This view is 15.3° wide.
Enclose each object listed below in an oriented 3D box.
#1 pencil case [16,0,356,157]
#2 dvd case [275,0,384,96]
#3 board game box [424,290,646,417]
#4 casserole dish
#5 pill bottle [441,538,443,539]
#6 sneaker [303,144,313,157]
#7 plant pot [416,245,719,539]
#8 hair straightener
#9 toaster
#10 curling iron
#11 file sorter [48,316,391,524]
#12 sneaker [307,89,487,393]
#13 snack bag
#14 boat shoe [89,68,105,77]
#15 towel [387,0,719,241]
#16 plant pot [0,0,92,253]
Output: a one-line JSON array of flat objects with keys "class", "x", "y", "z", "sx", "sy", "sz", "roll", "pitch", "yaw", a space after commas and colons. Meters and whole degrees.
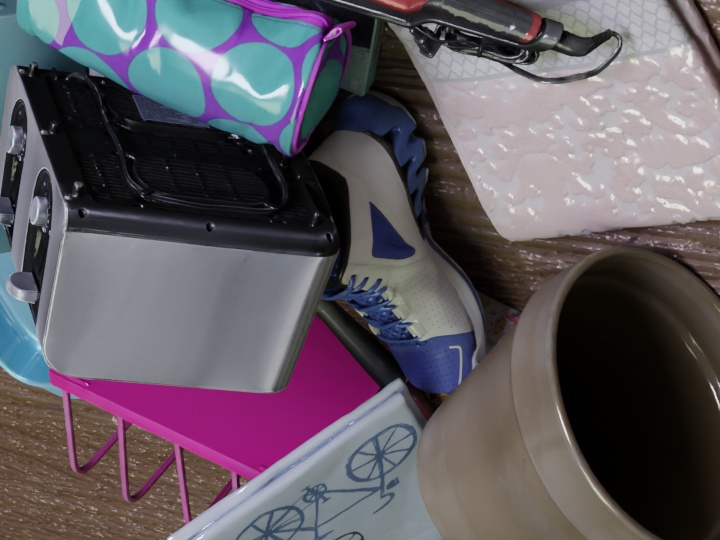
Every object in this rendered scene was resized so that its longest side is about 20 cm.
[{"class": "pencil case", "x": -0.105, "y": -0.144, "z": 1.564, "sx": 0.199, "sy": 0.085, "sz": 0.093, "roll": 25, "pitch": 118, "yaw": 11}, {"class": "dvd case", "x": -0.075, "y": -0.197, "z": 1.633, "sx": 0.199, "sy": 0.022, "sz": 0.146, "roll": 25, "pitch": 141, "yaw": 11}, {"class": "board game box", "x": 0.133, "y": 0.101, "z": 1.799, "sx": 0.200, "sy": 0.034, "sz": 0.135, "roll": 26, "pitch": 141, "yaw": 8}, {"class": "casserole dish", "x": -0.242, "y": 0.010, "z": 1.951, "sx": 0.121, "sy": 0.039, "sz": 0.200, "roll": -1, "pitch": 130, "yaw": 35}, {"class": "pill bottle", "x": 0.095, "y": 0.224, "z": 1.863, "sx": 0.120, "sy": 0.120, "sz": 0.200, "roll": 50, "pitch": 148, "yaw": -21}, {"class": "sneaker", "x": -0.051, "y": -0.053, "z": 1.732, "sx": 0.098, "sy": 0.071, "sz": 0.201, "roll": 14, "pitch": 135, "yaw": 11}, {"class": "plant pot", "x": 0.133, "y": 0.110, "z": 1.663, "sx": 0.200, "sy": 0.200, "sz": 0.173, "roll": 44, "pitch": 135, "yaw": -15}, {"class": "hair straightener", "x": 0.053, "y": -0.150, "z": 1.536, "sx": 0.199, "sy": 0.041, "sz": 0.077, "roll": 15, "pitch": 165, "yaw": 5}, {"class": "toaster", "x": -0.113, "y": -0.029, "z": 1.576, "sx": 0.199, "sy": 0.181, "sz": 0.119, "roll": 5, "pitch": 121, "yaw": -23}, {"class": "curling iron", "x": 0.033, "y": 0.078, "z": 1.780, "sx": 0.200, "sy": 0.026, "sz": 0.050, "roll": 48, "pitch": 163, "yaw": -22}, {"class": "file sorter", "x": -0.090, "y": 0.105, "z": 1.849, "sx": 0.200, "sy": 0.139, "sz": 0.126, "roll": 23, "pitch": 140, "yaw": 21}, {"class": "sneaker", "x": 0.000, "y": -0.001, "z": 1.690, "sx": 0.080, "sy": 0.115, "sz": 0.200, "roll": 1, "pitch": 120, "yaw": 42}, {"class": "snack bag", "x": -0.018, "y": 0.167, "z": 1.761, "sx": 0.021, "sy": 0.188, "sz": 0.200, "roll": 54, "pitch": 180, "yaw": 34}, {"class": "boat shoe", "x": -0.130, "y": -0.080, "z": 1.686, "sx": 0.066, "sy": 0.070, "sz": 0.201, "roll": 38, "pitch": 130, "yaw": 38}, {"class": "towel", "x": 0.131, "y": -0.099, "z": 1.592, "sx": 0.199, "sy": 0.032, "sz": 0.191, "roll": -5, "pitch": 129, "yaw": 38}, {"class": "plant pot", "x": -0.255, "y": -0.134, "z": 1.691, "sx": 0.200, "sy": 0.201, "sz": 0.161, "roll": 25, "pitch": 131, "yaw": 9}]
